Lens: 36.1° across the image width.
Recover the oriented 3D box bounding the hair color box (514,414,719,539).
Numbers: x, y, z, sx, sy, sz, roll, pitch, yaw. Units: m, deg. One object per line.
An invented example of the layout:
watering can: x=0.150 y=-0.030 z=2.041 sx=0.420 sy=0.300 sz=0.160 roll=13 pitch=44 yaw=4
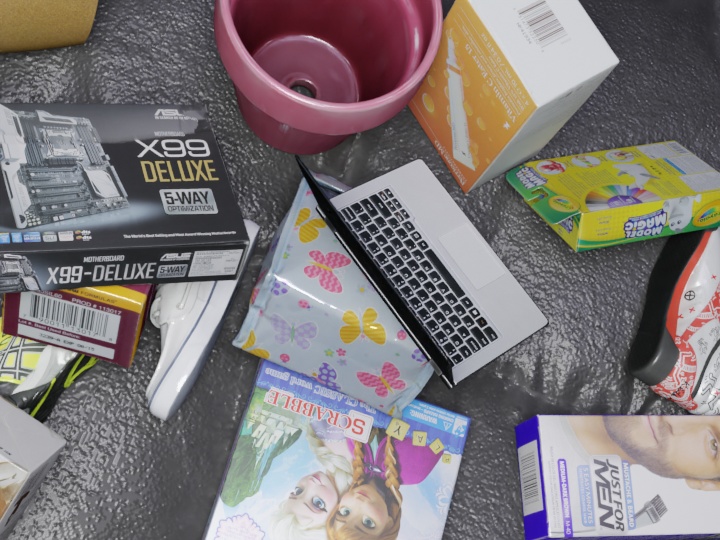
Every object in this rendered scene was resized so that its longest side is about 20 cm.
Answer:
hair color box: x=0.249 y=0.191 z=1.017 sx=0.198 sy=0.065 sz=0.111 roll=2 pitch=71 yaw=-15

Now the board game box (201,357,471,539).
board game box: x=-0.021 y=0.193 z=0.961 sx=0.198 sy=0.041 sz=0.201 roll=19 pitch=69 yaw=-7

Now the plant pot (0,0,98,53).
plant pot: x=-0.335 y=-0.267 z=0.974 sx=0.198 sy=0.186 sz=0.188 roll=9 pitch=70 yaw=-24

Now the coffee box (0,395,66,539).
coffee box: x=-0.325 y=0.186 z=0.819 sx=0.114 sy=0.080 sz=0.201 roll=34 pitch=101 yaw=-1

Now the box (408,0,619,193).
box: x=0.133 y=-0.178 z=1.034 sx=0.097 sy=0.200 sz=0.125 roll=-29 pitch=80 yaw=-20

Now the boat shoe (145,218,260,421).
boat shoe: x=-0.152 y=0.035 z=0.972 sx=0.065 sy=0.074 sz=0.201 roll=22 pitch=58 yaw=-1

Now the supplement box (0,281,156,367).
supplement box: x=-0.215 y=-0.032 z=0.927 sx=0.109 sy=0.086 sz=0.201 roll=17 pitch=46 yaw=-7

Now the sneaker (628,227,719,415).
sneaker: x=0.339 y=0.046 z=1.089 sx=0.107 sy=0.067 sz=0.203 roll=34 pitch=61 yaw=-13

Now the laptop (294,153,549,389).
laptop: x=0.056 y=-0.017 z=0.865 sx=0.199 sy=0.116 sz=0.188 roll=-27 pitch=73 yaw=-36

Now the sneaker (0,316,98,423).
sneaker: x=-0.286 y=0.084 z=0.922 sx=0.076 sy=0.076 sz=0.200 roll=36 pitch=57 yaw=8

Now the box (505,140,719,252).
box: x=0.250 y=-0.073 z=1.079 sx=0.198 sy=0.049 sz=0.118 roll=-8 pitch=32 yaw=-17

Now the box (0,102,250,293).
box: x=-0.201 y=-0.061 z=0.861 sx=0.198 sy=0.050 sz=0.159 roll=-3 pitch=51 yaw=-24

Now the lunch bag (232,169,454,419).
lunch bag: x=0.000 y=0.000 z=0.979 sx=0.168 sy=0.128 sz=0.201 roll=26 pitch=41 yaw=-5

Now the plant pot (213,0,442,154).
plant pot: x=-0.042 y=-0.200 z=1.010 sx=0.198 sy=0.179 sz=0.202 roll=4 pitch=72 yaw=-13
